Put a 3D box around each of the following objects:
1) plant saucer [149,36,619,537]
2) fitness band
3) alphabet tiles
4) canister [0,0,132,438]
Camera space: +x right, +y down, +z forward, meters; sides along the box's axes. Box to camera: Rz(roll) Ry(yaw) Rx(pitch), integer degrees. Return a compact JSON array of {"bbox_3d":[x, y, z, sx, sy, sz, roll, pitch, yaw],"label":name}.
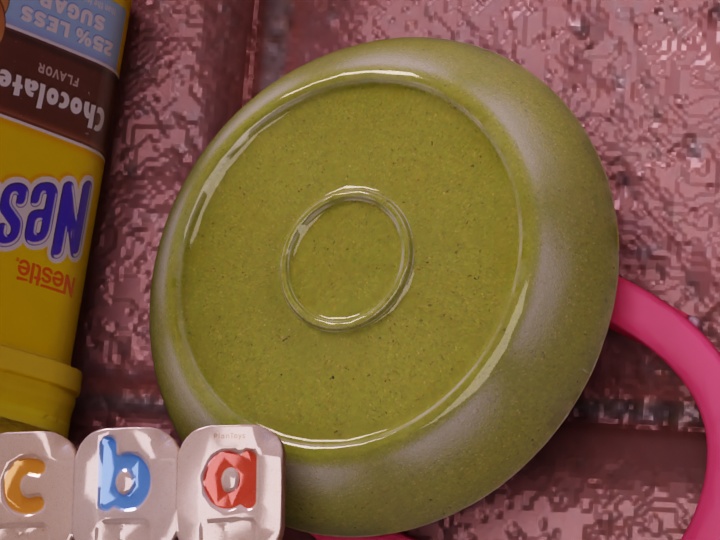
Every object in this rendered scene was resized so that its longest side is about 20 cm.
[{"bbox_3d":[0.000,0.000,0.998,0.199,0.031,0.201,-8,70,23],"label":"plant saucer"},{"bbox_3d":[0.054,0.062,1.008,0.199,0.037,0.144,23,88,17],"label":"fitness band"},{"bbox_3d":[-0.086,0.155,0.946,0.199,0.015,0.197,-3,78,14],"label":"alphabet tiles"},{"bbox_3d":[-0.167,-0.045,1.022,0.086,0.148,0.201,-5,73,48],"label":"canister"}]
